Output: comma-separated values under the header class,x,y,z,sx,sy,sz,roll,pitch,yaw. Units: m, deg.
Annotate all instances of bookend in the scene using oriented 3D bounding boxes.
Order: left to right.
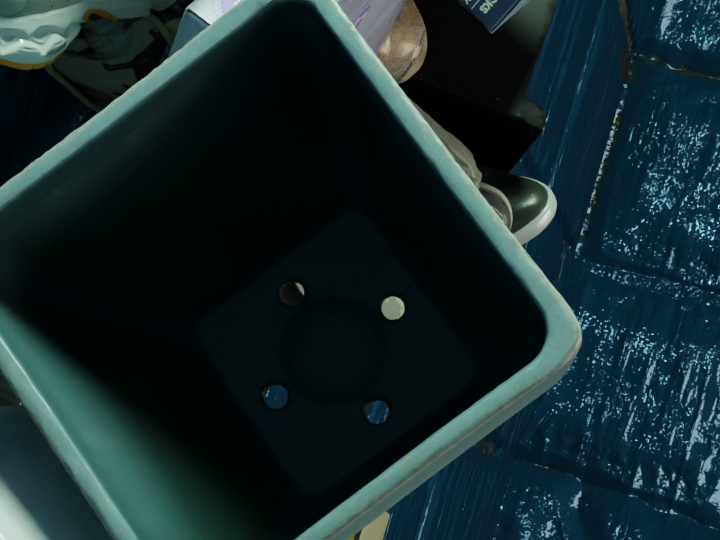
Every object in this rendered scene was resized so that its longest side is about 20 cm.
class,x,y,z,sx,sy,sz,roll,pitch,yaw
bookend,0.042,-0.196,1.277,0.092,0.198,0.200,125,-15,-70

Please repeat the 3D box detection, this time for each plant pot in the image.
class,x,y,z,sx,sy,sz,roll,pitch,yaw
plant pot,-0.027,0.025,0.872,0.196,0.196,0.200,-37,166,3

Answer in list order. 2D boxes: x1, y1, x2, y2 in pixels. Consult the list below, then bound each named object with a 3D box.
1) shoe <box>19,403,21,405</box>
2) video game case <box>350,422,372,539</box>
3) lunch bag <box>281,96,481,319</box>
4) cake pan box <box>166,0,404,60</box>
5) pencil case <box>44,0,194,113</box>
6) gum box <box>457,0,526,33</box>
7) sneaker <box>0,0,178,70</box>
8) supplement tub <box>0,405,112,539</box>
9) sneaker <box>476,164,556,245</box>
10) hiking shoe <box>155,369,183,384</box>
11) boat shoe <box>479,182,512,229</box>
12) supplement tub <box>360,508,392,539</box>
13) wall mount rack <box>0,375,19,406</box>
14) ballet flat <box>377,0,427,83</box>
class,x,y,z,sx,sy,sz,roll,pitch,yaw
shoe,-0.177,0.107,1.031,0.200,0.071,0.091,-44,173,-36
video game case,-0.080,0.187,1.113,0.181,0.025,0.200,-15,134,-39
lunch bag,-0.040,-0.035,1.131,0.118,0.200,0.164,104,10,-53
cake pan box,-0.040,-0.105,0.988,0.200,0.052,0.184,-49,172,-37
pencil case,-0.088,-0.157,1.062,0.200,0.089,0.078,-60,154,-46
gum box,0.027,-0.226,1.110,0.045,0.200,0.170,-48,180,20
sneaker,-0.125,-0.163,0.916,0.200,0.076,0.092,-52,163,-60
supplement tub,-0.176,0.163,0.863,0.200,0.123,0.123,-48,177,23
sneaker,0.020,-0.060,1.258,0.099,0.200,0.071,71,29,-49
hiking shoe,-0.133,0.140,0.952,0.074,0.087,0.200,27,73,-50
boat shoe,0.000,0.000,1.216,0.063,0.200,0.073,-104,179,-66
supplement tub,-0.068,0.221,1.443,0.145,0.145,0.200,58,48,-72
wall mount rack,-0.209,0.071,0.881,0.200,0.074,0.174,58,45,-72
ballet flat,-0.022,-0.201,1.172,0.068,0.200,0.067,-35,166,34
